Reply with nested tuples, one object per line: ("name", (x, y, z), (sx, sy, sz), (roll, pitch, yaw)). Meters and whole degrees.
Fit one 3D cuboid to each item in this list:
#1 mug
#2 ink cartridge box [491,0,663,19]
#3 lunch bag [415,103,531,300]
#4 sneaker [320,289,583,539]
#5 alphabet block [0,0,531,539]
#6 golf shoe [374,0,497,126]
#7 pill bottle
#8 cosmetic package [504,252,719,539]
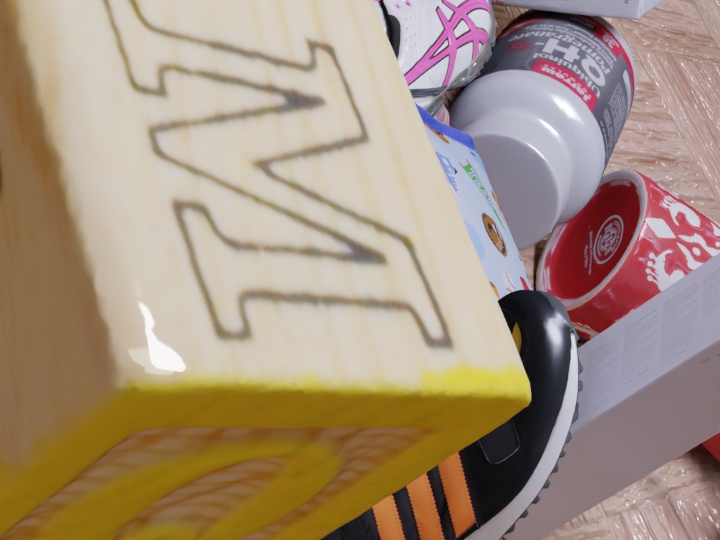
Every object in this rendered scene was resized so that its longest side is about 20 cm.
("mug", (0.232, 0.034, 0.991), (0.199, 0.134, 0.178), (33, 8, -21))
("ink cartridge box", (0.128, -0.243, 1.069), (0.145, 0.198, 0.088), (-38, 135, -57))
("lunch bag", (0.000, 0.000, 0.751), (0.200, 0.123, 0.171), (24, 40, -61))
("sneaker", (0.014, 0.089, 0.639), (0.090, 0.201, 0.070), (21, 20, -34))
("alphabet block", (-0.088, -0.001, 0.550), (0.195, 0.195, 0.201), (6, 55, -46))
("golf shoe", (0.031, -0.145, 0.933), (0.092, 0.072, 0.201), (60, 36, -33))
("pill bottle", (0.114, -0.094, 0.994), (0.111, 0.110, 0.200), (47, 34, -9))
("cosmetic package", (0.147, 0.069, 0.807), (0.051, 0.200, 0.083), (40, 36, -16))
